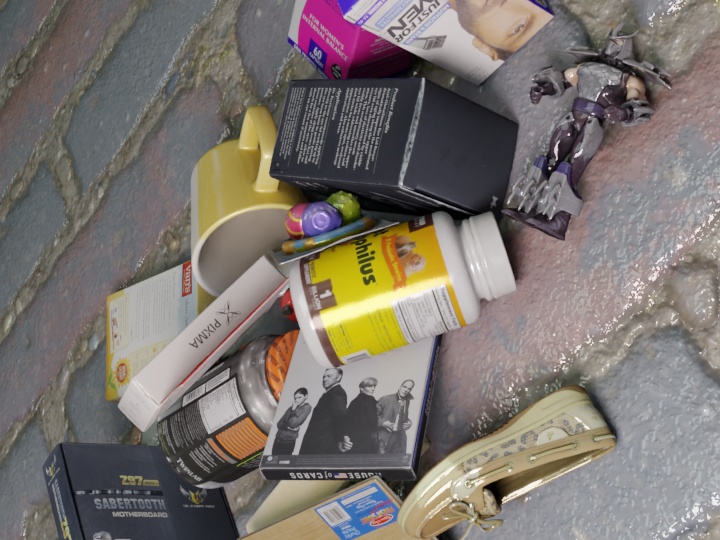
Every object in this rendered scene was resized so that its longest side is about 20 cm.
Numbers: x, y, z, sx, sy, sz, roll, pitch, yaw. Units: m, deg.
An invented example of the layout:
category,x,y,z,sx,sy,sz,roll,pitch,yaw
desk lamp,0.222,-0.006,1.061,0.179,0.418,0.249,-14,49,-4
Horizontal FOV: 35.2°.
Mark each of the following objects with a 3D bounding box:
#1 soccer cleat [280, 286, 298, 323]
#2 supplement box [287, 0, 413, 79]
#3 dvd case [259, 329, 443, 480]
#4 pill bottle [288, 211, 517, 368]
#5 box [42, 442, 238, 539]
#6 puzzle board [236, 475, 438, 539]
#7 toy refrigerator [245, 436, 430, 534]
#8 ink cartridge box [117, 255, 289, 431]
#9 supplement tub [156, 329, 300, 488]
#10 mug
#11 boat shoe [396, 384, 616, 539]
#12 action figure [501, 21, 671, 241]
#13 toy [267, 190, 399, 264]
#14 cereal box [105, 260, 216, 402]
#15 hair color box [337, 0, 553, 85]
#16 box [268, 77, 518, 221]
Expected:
category,x,y,z,sx,sy,sz,roll,pitch,yaw
soccer cleat,0.000,0.000,1.182,0.199,0.069,0.086,-24,34,31
supplement box,0.008,-0.294,1.155,0.101,0.103,0.201,48,143,24
dvd case,-0.003,0.110,1.082,0.149,0.025,0.201,-4,45,21
pill bottle,0.041,0.013,1.060,0.198,0.109,0.110,-18,62,6
box,-0.238,0.270,1.252,0.051,0.199,0.158,-50,48,29
puzzle board,-0.005,0.276,1.074,0.199,0.151,0.017,-32,16,35
toy refrigerator,-0.024,0.219,1.137,0.200,0.076,0.070,-52,48,21
ink cartridge box,-0.146,0.060,1.138,0.045,0.200,0.176,44,149,1
supplement tub,-0.116,0.147,1.218,0.199,0.122,0.123,-32,58,35
mug,-0.115,-0.080,1.277,0.186,0.149,0.154,-42,44,24
boat shoe,0.121,0.175,0.968,0.199,0.073,0.063,-36,59,6
action figure,0.197,-0.129,1.013,0.130,0.069,0.201,29,96,55
toy,-0.037,-0.048,1.101,0.200,0.114,0.048,-167,57,-83
cereal box,-0.253,0.079,1.436,0.199,0.039,0.145,-19,66,41
hair color box,0.079,-0.259,1.073,0.109,0.199,0.065,-40,55,31
box,0.031,-0.119,1.123,0.199,0.147,0.105,9,85,45
